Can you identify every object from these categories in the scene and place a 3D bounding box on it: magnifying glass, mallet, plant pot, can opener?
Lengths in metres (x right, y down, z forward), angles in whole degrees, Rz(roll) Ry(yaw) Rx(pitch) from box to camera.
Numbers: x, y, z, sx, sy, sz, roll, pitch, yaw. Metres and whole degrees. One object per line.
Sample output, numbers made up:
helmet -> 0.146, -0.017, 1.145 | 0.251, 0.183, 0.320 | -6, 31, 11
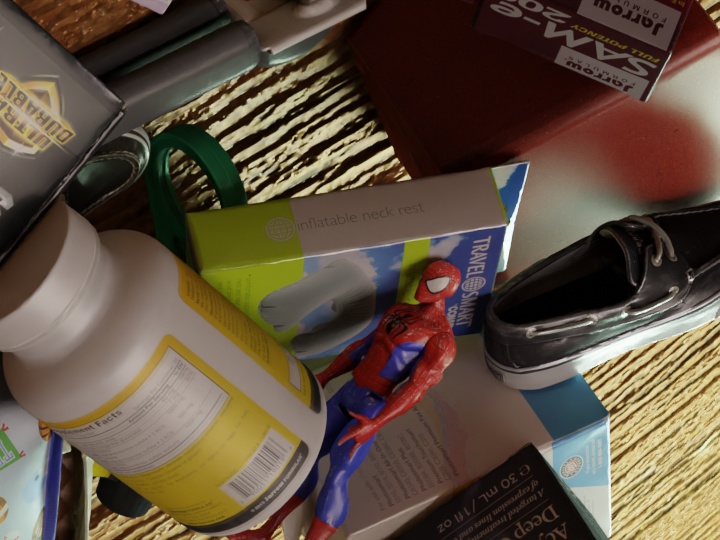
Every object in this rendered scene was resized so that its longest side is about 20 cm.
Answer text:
magnifying glass -> -0.104, -0.010, 1.281 | 0.022, 0.080, 0.200 | -30, 154, -32
mallet -> -0.193, 0.114, 1.334 | 0.200, 0.041, 0.066 | 14, 113, -50
plant pot -> 0.108, -0.109, 1.322 | 0.176, 0.200, 0.200 | -30, 146, -3
can opener -> -0.080, -0.120, 1.200 | 0.200, 0.053, 0.067 | -28, 143, -28

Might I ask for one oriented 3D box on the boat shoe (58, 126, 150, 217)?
boat shoe -> -0.190, -0.027, 1.159 | 0.200, 0.064, 0.071 | -26, 141, -31

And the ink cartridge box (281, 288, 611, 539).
ink cartridge box -> 0.037, 0.123, 1.309 | 0.200, 0.125, 0.129 | -22, 140, -13

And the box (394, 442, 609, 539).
box -> 0.099, 0.228, 1.200 | 0.148, 0.200, 0.107 | -36, 142, 4

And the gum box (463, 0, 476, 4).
gum box -> 0.064, -0.246, 1.139 | 0.114, 0.066, 0.200 | 52, 61, -81

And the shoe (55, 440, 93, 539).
shoe -> -0.185, 0.121, 1.286 | 0.070, 0.053, 0.201 | -14, 115, -35

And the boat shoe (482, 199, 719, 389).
boat shoe -> 0.161, 0.000, 1.268 | 0.200, 0.072, 0.068 | -23, 142, -11

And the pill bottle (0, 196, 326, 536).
pill bottle -> -0.117, 0.049, 1.133 | 0.112, 0.112, 0.200 | -48, 126, 0

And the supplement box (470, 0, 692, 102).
supplement box -> 0.149, -0.206, 1.191 | 0.061, 0.109, 0.200 | 107, 6, -67

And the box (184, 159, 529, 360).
box -> 0.000, 0.000, 1.231 | 0.199, 0.048, 0.122 | -9, 149, -10

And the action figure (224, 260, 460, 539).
action figure -> -0.004, 0.080, 1.198 | 0.052, 0.065, 0.200 | 34, 91, -40

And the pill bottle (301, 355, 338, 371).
pill bottle -> -0.045, 0.066, 1.382 | 0.112, 0.112, 0.200 | -34, 144, -21

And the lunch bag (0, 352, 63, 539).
lunch bag -> -0.261, 0.146, 1.194 | 0.170, 0.124, 0.200 | -13, 130, -36

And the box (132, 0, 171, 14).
box -> -0.159, -0.178, 1.061 | 0.041, 0.039, 0.200 | -56, 147, 10

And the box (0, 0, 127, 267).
box -> -0.229, -0.079, 1.023 | 0.159, 0.046, 0.200 | -51, 133, -5
